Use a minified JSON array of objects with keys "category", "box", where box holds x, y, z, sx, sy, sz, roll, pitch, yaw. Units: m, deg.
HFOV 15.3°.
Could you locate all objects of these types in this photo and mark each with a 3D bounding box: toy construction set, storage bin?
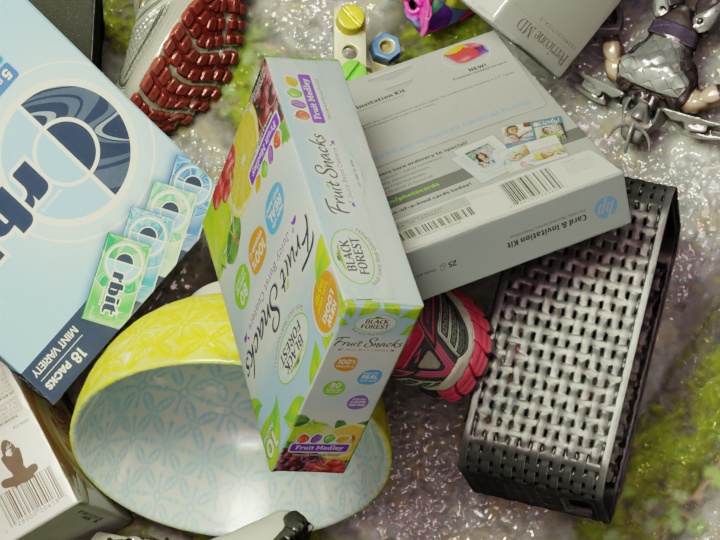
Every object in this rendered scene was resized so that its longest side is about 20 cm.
[{"category":"toy construction set","box":[0.002,-0.060,1.728,0.131,0.092,0.201,26,86,-1]},{"category":"storage bin","box":[0.131,0.045,1.662,0.093,0.135,0.201,12,79,11]}]

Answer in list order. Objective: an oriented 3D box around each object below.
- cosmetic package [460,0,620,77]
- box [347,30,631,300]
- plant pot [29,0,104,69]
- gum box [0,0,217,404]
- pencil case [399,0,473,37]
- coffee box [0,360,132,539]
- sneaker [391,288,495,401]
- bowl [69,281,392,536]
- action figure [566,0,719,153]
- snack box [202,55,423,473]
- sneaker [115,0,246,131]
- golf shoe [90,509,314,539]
[{"category":"cosmetic package","box":[0.145,-0.233,1.687,0.200,0.101,0.071,-52,55,5]},{"category":"box","box":[0.050,-0.064,1.608,0.155,0.041,0.200,-20,36,-11]},{"category":"plant pot","box":[-0.258,-0.126,1.740,0.177,0.200,0.201,3,77,-3]},{"category":"gum box","box":[-0.206,-0.048,1.633,0.200,0.045,0.170,44,80,-18]},{"category":"pencil case","box":[0.013,-0.248,1.775,0.088,0.088,0.200,-39,72,-2]},{"category":"coffee box","box":[-0.238,0.088,1.719,0.080,0.114,0.200,-31,73,4]},{"category":"sneaker","box":[0.000,0.000,1.626,0.200,0.075,0.081,40,104,40]},{"category":"bowl","box":[-0.077,0.071,1.676,0.199,0.200,0.108,-1,53,8]},{"category":"action figure","box":[0.209,-0.167,1.737,0.130,0.069,0.201,24,85,8]},{"category":"snack box","box":[-0.031,-0.005,1.532,0.053,0.142,0.200,2,46,-22]},{"category":"sneaker","box":[-0.120,-0.183,1.795,0.082,0.078,0.201,17,79,32]},{"category":"golf shoe","box":[-0.127,0.193,1.690,0.200,0.078,0.095,-33,75,4]}]
